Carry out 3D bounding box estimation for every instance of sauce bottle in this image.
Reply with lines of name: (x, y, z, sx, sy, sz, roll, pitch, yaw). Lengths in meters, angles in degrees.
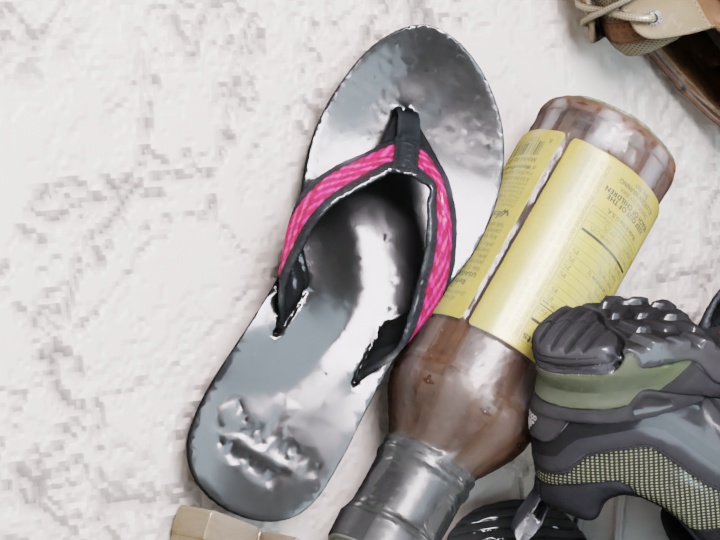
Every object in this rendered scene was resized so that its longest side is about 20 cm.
sauce bottle: (0.051, 0.028, 1.037, 0.065, 0.065, 0.200, 42, 70, -29)

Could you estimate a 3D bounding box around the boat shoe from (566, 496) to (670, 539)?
boat shoe: (0.116, 0.149, 1.083, 0.072, 0.066, 0.200, 10, 85, -35)

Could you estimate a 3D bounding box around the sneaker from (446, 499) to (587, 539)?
sneaker: (0.061, 0.187, 1.034, 0.074, 0.089, 0.200, -1, 56, -2)

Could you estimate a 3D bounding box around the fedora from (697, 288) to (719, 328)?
fedora: (0.214, 0.087, 1.103, 0.201, 0.092, 0.201, 23, 60, -49)

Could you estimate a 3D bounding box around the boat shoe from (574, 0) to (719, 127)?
boat shoe: (0.120, -0.121, 1.077, 0.200, 0.076, 0.072, 36, 73, -29)

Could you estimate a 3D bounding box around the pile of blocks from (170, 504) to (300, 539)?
pile of blocks: (-0.019, 0.180, 0.990, 0.082, 0.062, 0.200, -34, 110, -30)

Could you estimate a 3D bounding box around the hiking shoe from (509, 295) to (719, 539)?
hiking shoe: (0.155, 0.068, 1.020, 0.200, 0.076, 0.101, 7, 109, -9)

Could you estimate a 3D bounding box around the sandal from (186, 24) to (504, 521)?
sandal: (0.000, 0.000, 0.996, 0.075, 0.045, 0.200, 26, 76, -4)
